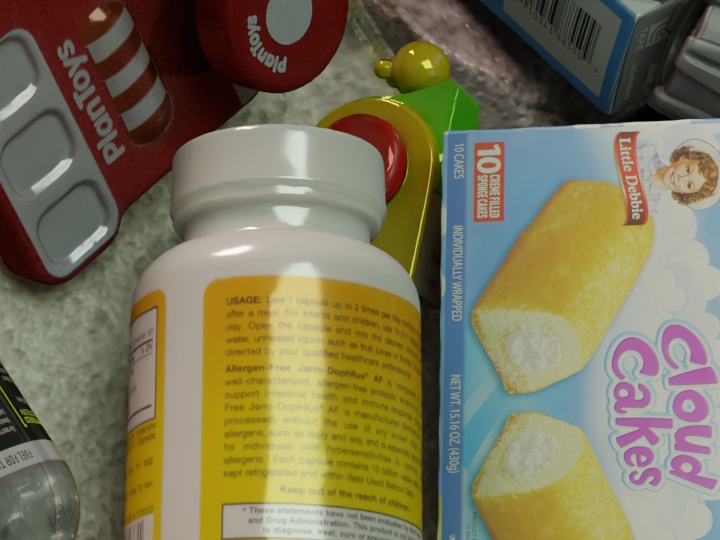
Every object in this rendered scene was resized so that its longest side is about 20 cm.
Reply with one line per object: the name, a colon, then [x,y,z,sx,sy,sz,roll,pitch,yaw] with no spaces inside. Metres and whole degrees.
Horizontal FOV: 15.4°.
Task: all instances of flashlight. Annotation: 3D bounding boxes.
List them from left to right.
flashlight: [0.218,-0.056,1.098,0.199,0.068,0.068,24,15,-7]

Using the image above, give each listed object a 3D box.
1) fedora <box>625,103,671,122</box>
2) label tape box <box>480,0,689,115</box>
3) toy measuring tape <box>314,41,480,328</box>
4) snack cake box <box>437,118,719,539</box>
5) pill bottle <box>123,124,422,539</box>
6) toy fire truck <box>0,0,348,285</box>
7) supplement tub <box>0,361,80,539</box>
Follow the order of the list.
fedora: [0.206,-0.015,1.163,0.200,0.092,0.201,9,63,-18]
label tape box: [0.141,-0.168,1.205,0.200,0.066,0.143,-29,58,-29]
toy measuring tape: [0.000,0.000,1.100,0.073,0.074,0.201,15,78,-15]
snack cake box: [0.093,0.046,1.050,0.115,0.067,0.201,-3,77,15]
pill bottle: [-0.032,0.052,1.009,0.112,0.113,0.201,6,71,-19]
toy fire truck: [-0.110,-0.114,1.038,0.168,0.112,0.200,-45,131,-26]
supplement tub: [-0.182,0.061,0.952,0.122,0.123,0.200,-29,77,-31]
